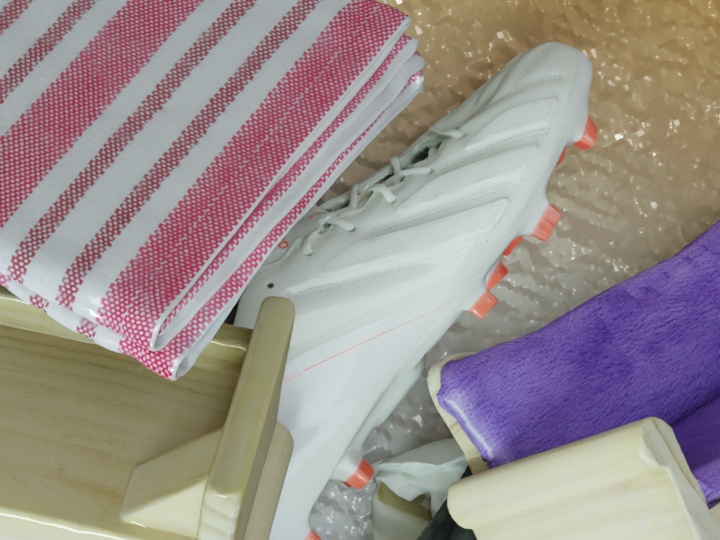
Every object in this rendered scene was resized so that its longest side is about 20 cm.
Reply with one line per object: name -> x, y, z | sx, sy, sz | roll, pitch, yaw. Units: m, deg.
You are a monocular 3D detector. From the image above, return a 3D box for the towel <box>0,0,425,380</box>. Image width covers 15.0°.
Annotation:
towel -> -0.098, -0.060, 0.789 | 0.199, 0.030, 0.146 | 27, 52, 16

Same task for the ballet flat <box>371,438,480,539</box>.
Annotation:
ballet flat -> 0.023, 0.091, 0.827 | 0.068, 0.068, 0.200 | 19, 39, 24

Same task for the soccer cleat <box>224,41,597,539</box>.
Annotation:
soccer cleat -> 0.000, 0.000, 0.847 | 0.077, 0.069, 0.200 | 37, 79, -5

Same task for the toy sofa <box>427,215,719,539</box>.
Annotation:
toy sofa -> 0.118, 0.035, 0.825 | 0.200, 0.083, 0.098 | -25, 93, -44

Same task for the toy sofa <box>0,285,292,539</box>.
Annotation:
toy sofa -> -0.123, 0.049, 0.776 | 0.199, 0.098, 0.083 | 12, 41, 2
